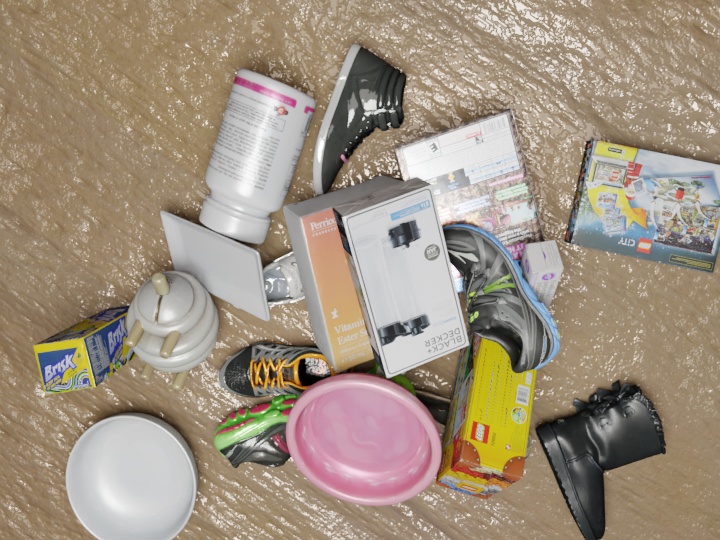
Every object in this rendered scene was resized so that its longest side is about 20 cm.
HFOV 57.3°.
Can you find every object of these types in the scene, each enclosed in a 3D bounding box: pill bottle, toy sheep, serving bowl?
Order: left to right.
[{"bbox_3d":[-0.329,0.302,0.978,0.193,0.066,0.207,1,99,4],"label":"serving bowl"},{"bbox_3d":[-0.255,0.072,0.893,0.133,0.202,0.141,4,55,-6],"label":"toy sheep"},{"bbox_3d":[-0.140,-0.149,0.874,0.110,0.113,0.205,20,99,1],"label":"pill bottle"}]

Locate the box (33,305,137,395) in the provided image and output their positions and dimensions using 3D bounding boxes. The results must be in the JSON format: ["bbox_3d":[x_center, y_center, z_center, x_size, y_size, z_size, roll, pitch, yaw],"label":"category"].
[{"bbox_3d":[-0.347,0.099,0.881,0.068,0.200,0.067,-9,98,4],"label":"box"}]

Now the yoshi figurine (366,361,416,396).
[{"bbox_3d":[0.023,0.208,0.891,0.111,0.111,0.206,30,114,33],"label":"yoshi figurine"}]

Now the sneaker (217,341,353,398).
[{"bbox_3d":[-0.109,0.140,0.929,0.193,0.077,0.081,-7,90,4],"label":"sneaker"}]

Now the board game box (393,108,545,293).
[{"bbox_3d":[0.143,-0.087,0.872,0.155,0.097,0.206,-15,97,6],"label":"board game box"}]

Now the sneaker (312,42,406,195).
[{"bbox_3d":[0.003,-0.188,0.879,0.096,0.071,0.206,20,95,6],"label":"sneaker"}]

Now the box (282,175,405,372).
[{"bbox_3d":[0.000,0.000,0.854,0.148,0.106,0.206,-18,108,-14],"label":"box"}]

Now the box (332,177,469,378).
[{"bbox_3d":[0.050,0.008,0.779,0.113,0.060,0.206,-18,108,-9],"label":"box"}]

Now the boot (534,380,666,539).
[{"bbox_3d":[0.350,0.268,0.926,0.159,0.073,0.203,-24,96,4],"label":"boot"}]

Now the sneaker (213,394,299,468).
[{"bbox_3d":[-0.113,0.234,0.958,0.194,0.077,0.086,-15,115,9],"label":"sneaker"}]

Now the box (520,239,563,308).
[{"bbox_3d":[0.219,0.035,0.844,0.037,0.202,0.043,-8,59,0],"label":"box"}]

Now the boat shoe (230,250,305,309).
[{"bbox_3d":[-0.090,0.010,0.916,0.195,0.069,0.072,-26,97,7],"label":"boat shoe"}]

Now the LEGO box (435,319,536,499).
[{"bbox_3d":[0.162,0.167,0.837,0.075,0.150,0.205,15,63,2],"label":"LEGO box"}]

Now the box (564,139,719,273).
[{"bbox_3d":[0.387,-0.086,0.885,0.193,0.038,0.141,12,99,2],"label":"box"}]

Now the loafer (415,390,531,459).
[{"bbox_3d":[0.148,0.218,0.922,0.194,0.073,0.064,14,134,4],"label":"loafer"}]

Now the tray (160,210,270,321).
[{"bbox_3d":[-0.192,-0.012,0.887,0.196,0.022,0.110,22,130,33],"label":"tray"}]

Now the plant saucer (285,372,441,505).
[{"bbox_3d":[0.005,0.204,0.824,0.194,0.051,0.206,5,121,8],"label":"plant saucer"}]

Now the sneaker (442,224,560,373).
[{"bbox_3d":[0.152,0.030,0.777,0.081,0.071,0.202,-29,76,-22],"label":"sneaker"}]
